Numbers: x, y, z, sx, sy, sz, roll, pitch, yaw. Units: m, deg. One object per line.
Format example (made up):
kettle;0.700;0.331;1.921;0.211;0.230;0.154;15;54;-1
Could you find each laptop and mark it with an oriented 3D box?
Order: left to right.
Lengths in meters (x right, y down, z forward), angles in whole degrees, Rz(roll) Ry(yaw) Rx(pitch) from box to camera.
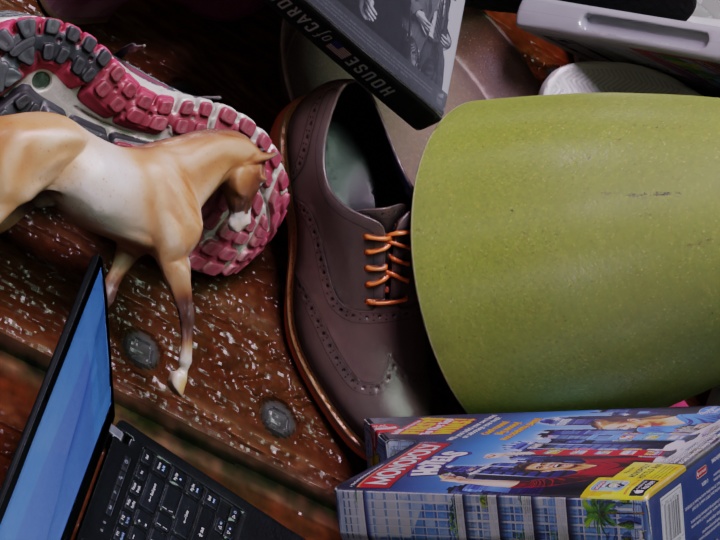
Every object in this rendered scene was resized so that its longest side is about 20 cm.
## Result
laptop;-0.088;0.127;1.197;0.200;0.103;0.178;35;45;-19

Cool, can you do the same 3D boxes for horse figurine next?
horse figurine;-0.137;-0.024;1.259;0.199;0.050;0.133;18;85;-26

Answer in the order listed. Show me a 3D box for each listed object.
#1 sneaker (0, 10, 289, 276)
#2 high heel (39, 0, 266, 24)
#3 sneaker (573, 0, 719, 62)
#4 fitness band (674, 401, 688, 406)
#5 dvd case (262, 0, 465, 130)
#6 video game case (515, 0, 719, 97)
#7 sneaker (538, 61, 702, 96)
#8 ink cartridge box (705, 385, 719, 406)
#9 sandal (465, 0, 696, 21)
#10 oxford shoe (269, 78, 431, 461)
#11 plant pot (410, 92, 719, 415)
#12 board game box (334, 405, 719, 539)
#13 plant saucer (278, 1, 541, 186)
sneaker;-0.116;-0.071;1.333;0.200;0.075;0.081;38;86;-31
high heel;-0.078;-0.182;1.420;0.199;0.096;0.068;-12;71;-45
sneaker;0.211;-0.165;1.682;0.199;0.075;0.082;4;62;-40
fitness band;0.155;0.137;1.458;0.143;0.037;0.201;20;50;-31
dvd case;0.003;-0.193;1.384;0.150;0.025;0.201;38;46;-33
video game case;0.216;-0.113;1.541;0.200;0.182;0.023;19;87;-50
sneaker;0.179;-0.072;1.583;0.199;0.116;0.074;15;85;-19
ink cartridge box;0.235;0.111;1.400;0.116;0.067;0.201;26;81;-23
sandal;0.109;-0.181;1.550;0.199;0.075;0.045;12;58;-35
oxford shoe;0.000;0.000;1.364;0.071;0.073;0.201;-12;82;-24
plant pot;0.158;-0.013;1.352;0.187;0.199;0.188;22;63;-52
board game box;0.074;0.110;1.266;0.200;0.199;0.062;-20;107;-64
plant saucer;0.028;-0.085;1.496;0.200;0.034;0.201;23;49;-30
